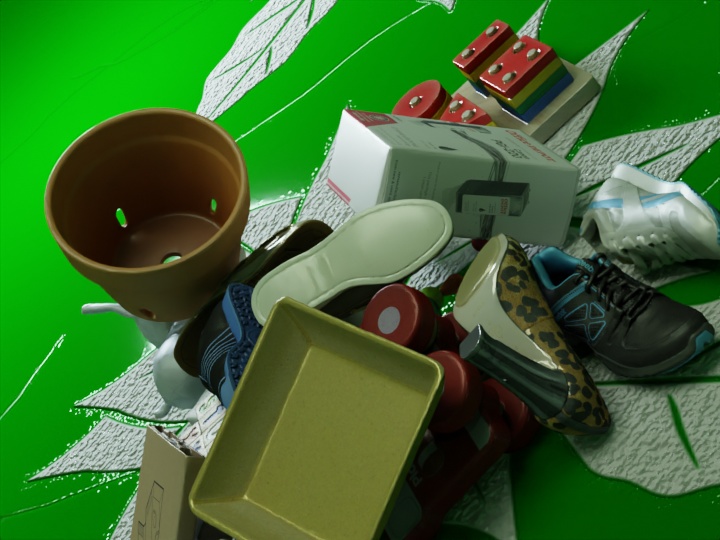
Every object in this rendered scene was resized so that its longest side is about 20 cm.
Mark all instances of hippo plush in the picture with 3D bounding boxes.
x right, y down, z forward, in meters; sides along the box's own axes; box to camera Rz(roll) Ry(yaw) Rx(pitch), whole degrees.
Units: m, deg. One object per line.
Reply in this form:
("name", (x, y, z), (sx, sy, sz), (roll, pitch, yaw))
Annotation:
("hippo plush", (-0.160, 0.063, 1.770), (0.159, 0.200, 0.161), (-54, 30, 25))

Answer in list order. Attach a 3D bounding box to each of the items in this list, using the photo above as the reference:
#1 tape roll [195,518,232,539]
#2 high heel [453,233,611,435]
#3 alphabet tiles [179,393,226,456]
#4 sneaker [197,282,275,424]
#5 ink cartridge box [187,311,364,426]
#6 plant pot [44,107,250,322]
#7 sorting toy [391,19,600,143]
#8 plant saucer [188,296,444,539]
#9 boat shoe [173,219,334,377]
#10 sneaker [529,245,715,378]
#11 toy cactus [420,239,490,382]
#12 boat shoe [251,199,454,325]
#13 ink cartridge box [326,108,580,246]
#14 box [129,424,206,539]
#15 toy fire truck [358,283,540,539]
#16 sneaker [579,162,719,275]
("tape roll", (-0.104, 0.245, 1.511), (0.203, 0.037, 0.203), (-33, 45, 41))
("high heel", (0.150, 0.054, 1.437), (0.071, 0.142, 0.200), (-47, 16, 30))
("alphabet tiles", (-0.096, 0.114, 1.582), (0.200, 0.006, 0.166), (-42, 19, 4))
("sneaker", (-0.110, 0.095, 1.559), (0.078, 0.070, 0.200), (-60, 19, 25))
("ink cartridge box", (-0.056, 0.094, 1.683), (0.145, 0.084, 0.200), (-3, 47, 50))
("plant pot", (-0.199, -0.041, 1.702), (0.200, 0.140, 0.200), (-4, 55, 6))
("sorting toy", (0.128, -0.178, 1.850), (0.199, 0.070, 0.200), (-43, 28, -1))
("plant saucer", (-0.028, 0.144, 1.401), (0.200, 0.048, 0.200), (22, 87, 41))
("boat shoe", (-0.102, 0.026, 1.683), (0.200, 0.074, 0.066), (-40, 14, 0))
("sneaker", (0.208, 0.032, 1.423), (0.073, 0.082, 0.200), (-38, 26, -23))
("toy cactus", (0.071, 0.042, 1.584), (0.200, 0.102, 0.165), (-26, 42, -21))
("boat shoe", (-0.001, -0.003, 1.536), (0.201, 0.060, 0.072), (-27, 69, 17))
("ink cartridge box", (0.088, -0.088, 1.629), (0.146, 0.200, 0.085), (-134, 54, -62))
("box", (-0.181, 0.251, 1.545), (0.163, 0.021, 0.201), (-167, 85, -70))
("toy fire truck", (0.043, 0.118, 1.464), (0.168, 0.112, 0.200), (-48, 49, 17))
("sneaker", (0.262, -0.032, 1.477), (0.081, 0.076, 0.200), (-53, 22, -3))
